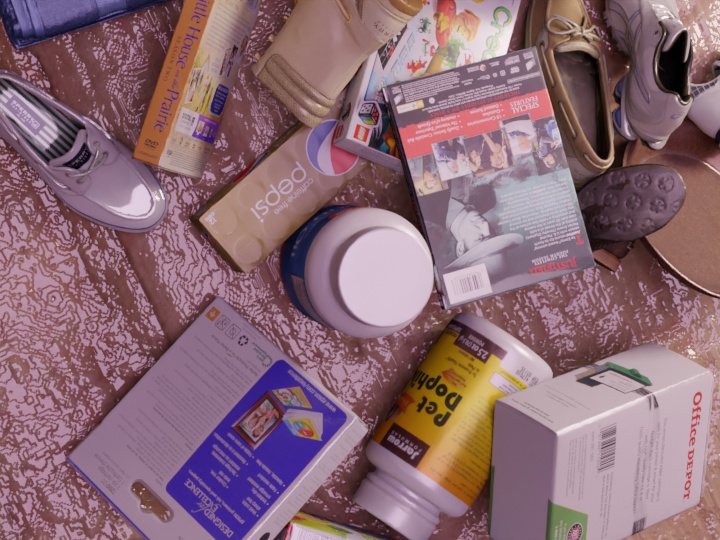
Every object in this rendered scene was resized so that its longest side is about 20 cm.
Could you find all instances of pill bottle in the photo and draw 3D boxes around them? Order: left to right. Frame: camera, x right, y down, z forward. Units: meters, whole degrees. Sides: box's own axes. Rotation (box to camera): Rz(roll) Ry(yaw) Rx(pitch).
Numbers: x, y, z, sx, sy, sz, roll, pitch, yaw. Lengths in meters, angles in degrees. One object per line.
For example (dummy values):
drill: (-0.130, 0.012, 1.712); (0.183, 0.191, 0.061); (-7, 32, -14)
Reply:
pill bottle: (0.000, 0.000, 1.661); (0.112, 0.200, 0.113); (-1, 93, -14)
pill bottle: (0.079, 0.145, 1.736); (0.109, 0.109, 0.200); (35, 84, -13)

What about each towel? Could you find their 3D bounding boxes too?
towel: (-0.225, -0.275, 1.670); (0.199, 0.049, 0.112); (-20, 98, -11)

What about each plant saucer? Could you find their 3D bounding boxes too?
plant saucer: (0.318, -0.052, 1.783); (0.200, 0.037, 0.201); (15, 55, -23)

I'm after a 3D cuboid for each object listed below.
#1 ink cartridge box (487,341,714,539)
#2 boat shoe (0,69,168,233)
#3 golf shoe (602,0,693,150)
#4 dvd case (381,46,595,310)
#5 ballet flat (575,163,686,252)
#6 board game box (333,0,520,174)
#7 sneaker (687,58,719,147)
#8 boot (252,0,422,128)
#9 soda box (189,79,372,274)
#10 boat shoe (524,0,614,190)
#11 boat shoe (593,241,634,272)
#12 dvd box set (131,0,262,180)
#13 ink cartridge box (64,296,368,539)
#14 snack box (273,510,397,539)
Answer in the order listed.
ink cartridge box: (0.217, 0.165, 1.731); (0.199, 0.084, 0.147); (-17, 120, -36)
boat shoe: (-0.252, -0.098, 1.663); (0.200, 0.067, 0.074); (34, 85, -13)
golf shoe: (0.276, -0.214, 1.753); (0.078, 0.097, 0.201); (7, 69, -23)
dvd case: (0.111, -0.080, 1.666); (0.145, 0.022, 0.201); (-16, 90, -13)
ballet flat: (0.199, -0.039, 1.714); (0.199, 0.046, 0.068); (-28, 87, 18)
board game box: (0.062, -0.183, 1.699); (0.126, 0.035, 0.201); (20, 76, -20)
sneaker: (0.391, -0.197, 1.817); (0.200, 0.076, 0.081); (-37, 71, -19)
boot: (-0.043, -0.236, 1.684); (0.073, 0.200, 0.156); (16, 122, -47)
soda box: (-0.055, -0.086, 1.714); (0.200, 0.064, 0.068); (-42, 101, -8)
boat shoe: (0.196, -0.175, 1.743); (0.073, 0.063, 0.202); (9, 67, -24)
boat shoe: (0.173, -0.075, 1.768); (0.200, 0.070, 0.071); (29, 94, -22)
dvd box set: (-0.133, -0.180, 1.644); (0.029, 0.146, 0.201); (19, 93, 9)
ink cartridge box: (-0.125, 0.151, 1.657); (0.200, 0.198, 0.043); (-46, 146, -7)
snack box: (0.007, 0.262, 1.707); (0.199, 0.142, 0.053); (19, 88, -14)
